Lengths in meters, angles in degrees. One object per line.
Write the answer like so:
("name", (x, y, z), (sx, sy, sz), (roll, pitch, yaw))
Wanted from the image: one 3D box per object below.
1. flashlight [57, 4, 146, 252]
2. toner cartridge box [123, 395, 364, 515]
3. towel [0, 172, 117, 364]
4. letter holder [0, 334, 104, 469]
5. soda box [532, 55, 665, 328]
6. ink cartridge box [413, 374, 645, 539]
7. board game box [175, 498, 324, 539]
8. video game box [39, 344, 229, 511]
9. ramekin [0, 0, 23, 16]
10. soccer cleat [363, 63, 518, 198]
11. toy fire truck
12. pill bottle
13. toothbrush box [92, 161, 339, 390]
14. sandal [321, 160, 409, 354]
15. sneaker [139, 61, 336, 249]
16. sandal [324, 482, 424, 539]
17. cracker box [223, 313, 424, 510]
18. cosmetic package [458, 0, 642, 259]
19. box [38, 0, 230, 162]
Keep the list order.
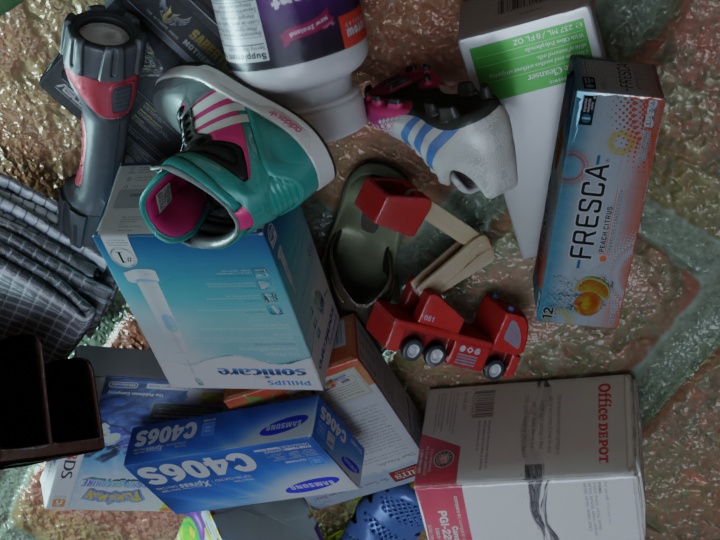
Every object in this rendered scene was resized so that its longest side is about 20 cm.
("flashlight", (-0.218, -0.113, 1.081), (0.067, 0.068, 0.201), (13, 130, -5))
("toner cartridge box", (-0.105, 0.169, 1.194), (0.198, 0.044, 0.095), (-13, 138, 25))
("towel", (-0.321, 0.002, 1.192), (0.198, 0.086, 0.166), (29, 143, -11))
("letter holder", (-0.323, 0.106, 1.203), (0.100, 0.144, 0.199), (-3, 171, -35))
("soda box", (0.178, -0.056, 1.008), (0.067, 0.064, 0.202), (6, 121, 1))
("ink cartridge box", (0.159, 0.174, 1.213), (0.197, 0.146, 0.086), (-7, 121, 14))
("board game box", (-0.125, 0.303, 1.334), (0.104, 0.104, 0.201), (-8, 141, -31))
("video game box", (-0.194, 0.158, 1.280), (0.198, 0.047, 0.183), (5, 130, -23))
("ramekin", (-0.313, -0.252, 0.985), (0.198, 0.201, 0.098), (-12, 129, 17))
("soccer cleat", (0.058, -0.103, 1.022), (0.069, 0.200, 0.087), (-27, 112, -12))
("toy fire truck", (0.073, 0.009, 1.151), (0.198, 0.049, 0.142), (15, 105, -29))
("pill bottle", (-0.055, -0.200, 1.003), (0.110, 0.112, 0.202), (-8, 111, 14))
("toothbrush box", (-0.112, 0.008, 1.094), (0.144, 0.086, 0.201), (-1, 138, 17))
("sandal", (-0.001, -0.001, 1.177), (0.079, 0.058, 0.203), (9, 124, 4))
("sneaker", (-0.123, -0.080, 0.986), (0.199, 0.120, 0.084), (29, 149, 42))
("sandal", (0.004, 0.288, 1.352), (0.079, 0.087, 0.201), (32, 121, -10))
("cracker box", (-0.025, 0.137, 1.237), (0.132, 0.058, 0.201), (-18, 135, 14))
("cosmetic package", (0.153, -0.122, 1.057), (0.106, 0.085, 0.202), (-14, 119, 14))
("box", (-0.144, -0.148, 1.109), (0.200, 0.049, 0.158), (41, 120, -18))
